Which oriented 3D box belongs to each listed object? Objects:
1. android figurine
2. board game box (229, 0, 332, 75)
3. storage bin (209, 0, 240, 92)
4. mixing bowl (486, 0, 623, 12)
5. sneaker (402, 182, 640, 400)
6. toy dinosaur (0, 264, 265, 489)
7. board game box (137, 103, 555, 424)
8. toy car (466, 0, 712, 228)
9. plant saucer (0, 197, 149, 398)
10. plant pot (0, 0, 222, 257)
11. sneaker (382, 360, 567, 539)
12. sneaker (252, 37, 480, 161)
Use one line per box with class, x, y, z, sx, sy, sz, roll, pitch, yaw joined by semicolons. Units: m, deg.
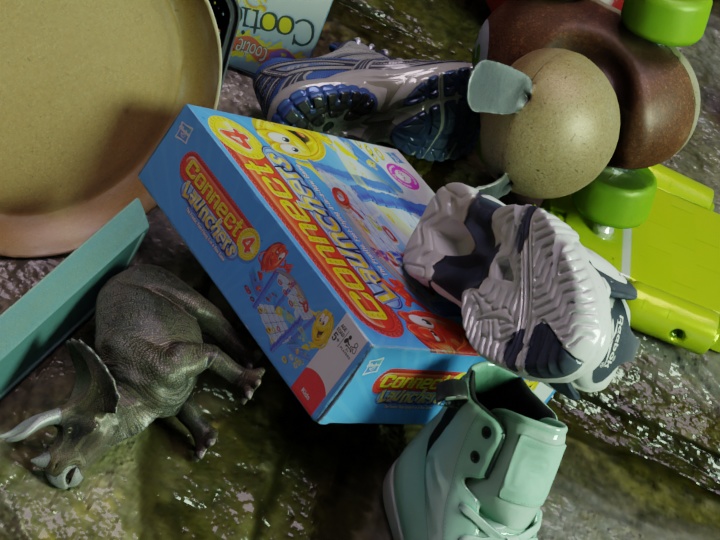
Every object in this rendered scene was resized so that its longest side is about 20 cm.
android figurine;0.203;-0.014;1.195;0.199;0.041;0.183;24;36;-5
board game box;-0.064;-0.239;1.259;0.104;0.103;0.201;19;37;-8
storage bin;-0.186;-0.132;1.019;0.199;0.136;0.094;-2;34;-32
mixing bowl;0.172;-0.234;1.387;0.199;0.109;0.201;17;37;-13
sneaker;0.111;0.025;0.909;0.129;0.080;0.199;27;0;-24
toy dinosaur;-0.106;0.034;0.926;0.102;0.077;0.201;32;39;-13
board game box;0.000;0.000;1.000;0.195;0.056;0.200;7;37;-51
toy car;0.106;-0.102;1.084;0.157;0.165;0.200;29;36;27
plant saucer;-0.170;0.032;0.897;0.019;0.070;0.200;36;37;3
plant pot;-0.172;-0.102;0.959;0.199;0.201;0.027;-1;29;-31
sneaker;0.069;0.138;0.864;0.073;0.119;0.201;6;42;-26
sneaker;0.014;-0.127;1.196;0.199;0.077;0.085;-5;40;-36
